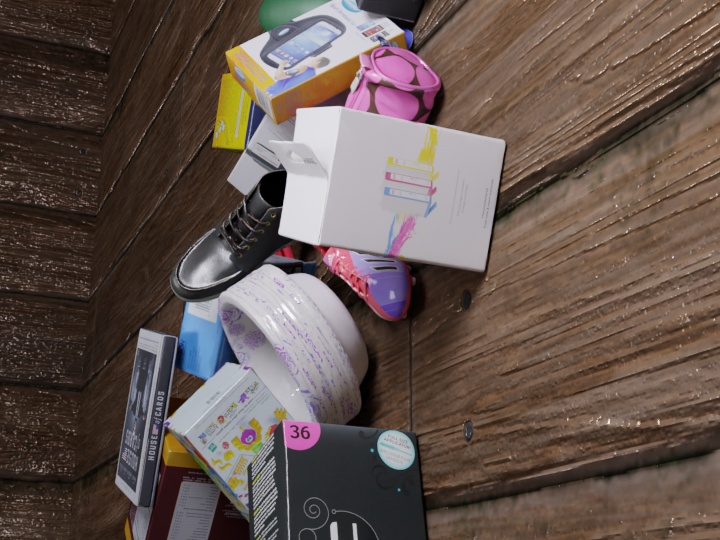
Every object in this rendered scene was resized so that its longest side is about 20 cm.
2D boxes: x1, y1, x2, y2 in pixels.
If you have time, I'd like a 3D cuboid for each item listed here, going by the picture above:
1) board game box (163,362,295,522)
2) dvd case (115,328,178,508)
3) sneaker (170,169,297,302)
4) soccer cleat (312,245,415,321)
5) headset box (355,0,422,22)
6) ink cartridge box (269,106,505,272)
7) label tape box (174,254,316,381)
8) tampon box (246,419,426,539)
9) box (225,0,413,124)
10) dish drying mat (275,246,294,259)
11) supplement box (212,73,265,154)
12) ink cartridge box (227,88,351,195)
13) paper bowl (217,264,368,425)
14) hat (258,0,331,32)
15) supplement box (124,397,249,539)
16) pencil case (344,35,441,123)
[{"bbox_3d":[-0.110,0.214,1.301,0.105,0.201,0.103,-42,14,-17],"label":"board game box"},{"bbox_3d":[-0.264,0.176,1.434,0.150,0.024,0.204,180,99,-69],"label":"dvd case"},{"bbox_3d":[-0.137,-0.046,1.314,0.075,0.199,0.106,52,171,18],"label":"sneaker"},{"bbox_3d":[0.000,0.000,1.285,0.200,0.075,0.068,-127,49,-61],"label":"soccer cleat"},{"bbox_3d":[0.039,-0.393,1.323,0.202,0.076,0.150,-107,33,-46],"label":"headset box"},{"bbox_3d":[0.015,-0.079,1.108,0.128,0.197,0.128,-166,84,-68],"label":"ink cartridge box"},{"bbox_3d":[-0.139,0.053,1.466,0.065,0.199,0.146,16,99,26],"label":"label tape box"},{"bbox_3d":[-0.024,0.269,1.154,0.127,0.147,0.203,127,144,-51],"label":"tampon box"},{"bbox_3d":[-0.040,-0.248,1.317,0.119,0.198,0.042,47,161,42],"label":"box"},{"bbox_3d":[-0.115,-0.057,1.556,0.077,0.018,0.203,-163,56,-74],"label":"dish drying mat"},{"bbox_3d":[-0.128,-0.215,1.638,0.200,0.107,0.112,-162,81,-68],"label":"supplement box"},{"bbox_3d":[-0.068,-0.176,1.427,0.145,0.084,0.200,-54,4,-33],"label":"ink cartridge box"},{"bbox_3d":[-0.068,0.086,1.319,0.201,0.104,0.202,45,157,26],"label":"paper bowl"},{"bbox_3d":[-0.126,-0.354,1.585,0.200,0.173,0.169,-159,78,-68],"label":"hat"},{"bbox_3d":[-0.178,0.289,1.471,0.133,0.194,0.203,-126,49,-61],"label":"supplement box"},{"bbox_3d":[0.011,-0.149,1.283,0.091,0.092,0.202,63,142,40],"label":"pencil case"}]
